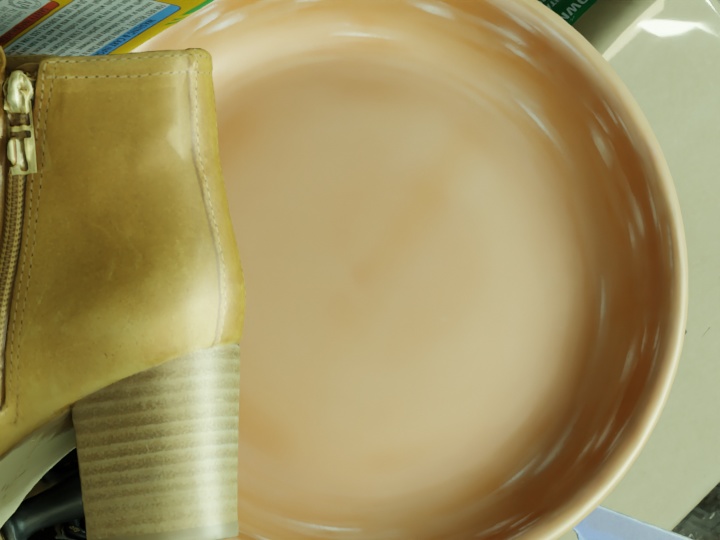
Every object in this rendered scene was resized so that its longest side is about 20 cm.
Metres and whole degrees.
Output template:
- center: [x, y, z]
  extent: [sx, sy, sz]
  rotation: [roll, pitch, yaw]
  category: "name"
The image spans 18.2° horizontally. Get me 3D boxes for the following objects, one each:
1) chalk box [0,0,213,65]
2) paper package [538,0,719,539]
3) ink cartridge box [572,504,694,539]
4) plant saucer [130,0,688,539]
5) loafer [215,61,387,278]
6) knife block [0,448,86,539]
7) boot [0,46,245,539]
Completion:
- center: [-0.110, -0.168, 0.635]
  extent: [0.124, 0.125, 0.201]
  rotation: [11, 74, -31]
  category: "chalk box"
- center: [0.076, 0.000, 0.839]
  extent: [0.200, 0.103, 0.191]
  rotation: [-45, 124, 1]
  category: "paper package"
- center: [0.037, 0.166, 0.705]
  extent: [0.099, 0.039, 0.201]
  rotation: [20, 92, -13]
  category: "ink cartridge box"
- center: [0.000, 0.000, 0.686]
  extent: [0.199, 0.037, 0.201]
  rotation: [2, 75, -9]
  category: "plant saucer"
- center: [-0.067, -0.027, 0.742]
  extent: [0.199, 0.070, 0.076]
  rotation: [6, 75, -2]
  category: "loafer"
- center: [-0.145, 0.077, 0.700]
  extent: [0.200, 0.064, 0.176]
  rotation: [5, 138, -44]
  category: "knife block"
- center: [-0.125, 0.012, 0.631]
  extent: [0.200, 0.071, 0.145]
  rotation: [-8, 85, 17]
  category: "boot"
